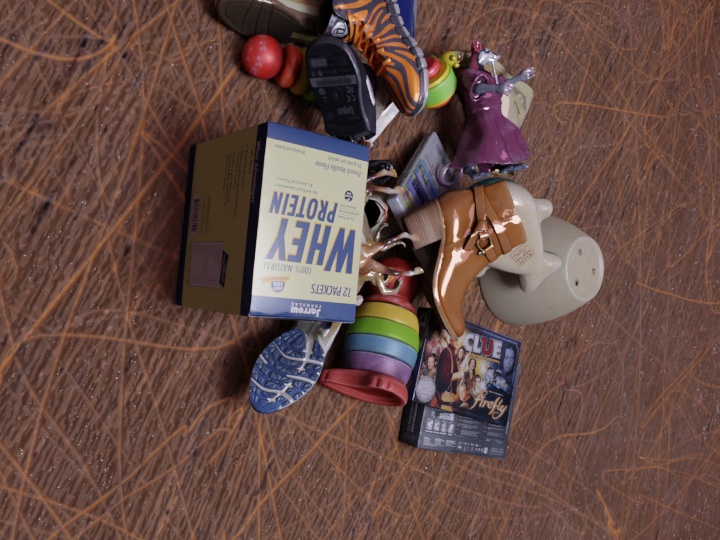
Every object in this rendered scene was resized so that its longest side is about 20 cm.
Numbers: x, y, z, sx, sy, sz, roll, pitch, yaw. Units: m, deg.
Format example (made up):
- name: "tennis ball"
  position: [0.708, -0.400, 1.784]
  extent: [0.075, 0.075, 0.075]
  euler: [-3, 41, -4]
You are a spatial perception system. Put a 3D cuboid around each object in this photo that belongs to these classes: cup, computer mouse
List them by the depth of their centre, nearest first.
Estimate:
- name: "computer mouse"
  position: [-0.037, -0.203, 0.891]
  extent: [0.046, 0.139, 0.202]
  euler: [-59, 137, -43]
- name: "cup"
  position: [0.315, -0.004, 1.157]
  extent: [0.198, 0.142, 0.203]
  euler: [-1, 92, -36]

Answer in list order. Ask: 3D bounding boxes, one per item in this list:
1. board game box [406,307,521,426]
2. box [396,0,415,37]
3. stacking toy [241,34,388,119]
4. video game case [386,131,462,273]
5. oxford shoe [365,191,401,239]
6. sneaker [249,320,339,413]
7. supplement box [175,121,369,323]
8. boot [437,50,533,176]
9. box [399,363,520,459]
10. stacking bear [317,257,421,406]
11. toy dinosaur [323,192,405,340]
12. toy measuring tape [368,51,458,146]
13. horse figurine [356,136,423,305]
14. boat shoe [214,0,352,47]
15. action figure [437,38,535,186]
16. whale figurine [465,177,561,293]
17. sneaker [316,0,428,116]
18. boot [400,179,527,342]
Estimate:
- name: "board game box"
  position: [0.155, 0.148, 1.047]
  extent: [0.198, 0.034, 0.137]
  euler: [20, 76, -33]
- name: "box"
  position: [0.067, -0.397, 0.984]
  extent: [0.032, 0.121, 0.203]
  euler: [6, 87, 5]
- name: "stacking toy"
  position: [-0.063, -0.253, 0.915]
  extent: [0.198, 0.085, 0.087]
  euler: [10, 85, -30]
- name: "video game case"
  position: [0.118, -0.077, 1.040]
  extent: [0.201, 0.022, 0.183]
  euler: [59, 39, -27]
- name: "oxford shoe"
  position: [0.023, -0.076, 0.979]
  extent: [0.198, 0.073, 0.072]
  euler: [-15, 100, -36]
- name: "sneaker"
  position: [-0.075, 0.109, 0.896]
  extent: [0.077, 0.086, 0.201]
  euler: [31, 56, 7]
- name: "supplement box"
  position: [-0.107, -0.047, 0.805]
  extent: [0.133, 0.199, 0.203]
  euler: [6, 88, -36]
- name: "boot"
  position: [0.190, -0.246, 1.104]
  extent: [0.198, 0.072, 0.158]
  euler: [17, 82, -38]
- name: "box"
  position: [0.162, 0.208, 1.104]
  extent: [0.198, 0.051, 0.160]
  euler: [16, 82, -35]
- name: "stacking bear"
  position: [0.033, 0.077, 0.974]
  extent: [0.114, 0.120, 0.203]
  euler: [41, 57, -52]
- name: "toy dinosaur"
  position: [0.000, 0.000, 0.907]
  extent: [0.100, 0.058, 0.203]
  euler: [15, 79, -20]
- name: "toy measuring tape"
  position: [0.082, -0.245, 1.004]
  extent: [0.200, 0.073, 0.074]
  euler: [-50, 118, -15]
- name: "horse figurine"
  position: [-0.002, -0.056, 0.854]
  extent: [0.131, 0.050, 0.203]
  euler: [-14, 83, -6]
- name: "boat shoe"
  position: [-0.098, -0.339, 0.896]
  extent: [0.198, 0.071, 0.077]
  euler: [3, 69, -40]
- name: "action figure"
  position: [0.182, -0.239, 1.033]
  extent: [0.133, 0.148, 0.203]
  euler: [-13, 89, -55]
- name: "whale figurine"
  position: [0.218, -0.055, 1.044]
  extent: [0.159, 0.104, 0.200]
  euler: [-44, 120, 12]
- name: "sneaker"
  position: [0.007, -0.283, 0.876]
  extent: [0.111, 0.077, 0.202]
  euler: [-14, 76, -33]
- name: "boot"
  position: [0.155, -0.013, 0.946]
  extent: [0.153, 0.074, 0.202]
  euler: [-21, 109, -3]
